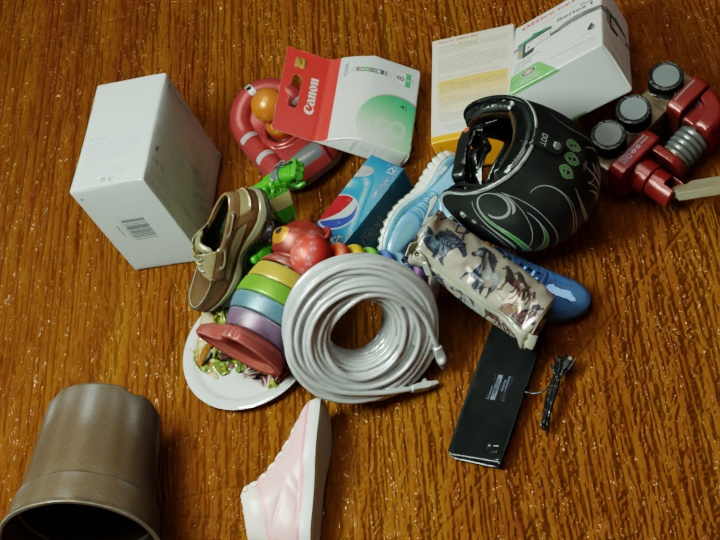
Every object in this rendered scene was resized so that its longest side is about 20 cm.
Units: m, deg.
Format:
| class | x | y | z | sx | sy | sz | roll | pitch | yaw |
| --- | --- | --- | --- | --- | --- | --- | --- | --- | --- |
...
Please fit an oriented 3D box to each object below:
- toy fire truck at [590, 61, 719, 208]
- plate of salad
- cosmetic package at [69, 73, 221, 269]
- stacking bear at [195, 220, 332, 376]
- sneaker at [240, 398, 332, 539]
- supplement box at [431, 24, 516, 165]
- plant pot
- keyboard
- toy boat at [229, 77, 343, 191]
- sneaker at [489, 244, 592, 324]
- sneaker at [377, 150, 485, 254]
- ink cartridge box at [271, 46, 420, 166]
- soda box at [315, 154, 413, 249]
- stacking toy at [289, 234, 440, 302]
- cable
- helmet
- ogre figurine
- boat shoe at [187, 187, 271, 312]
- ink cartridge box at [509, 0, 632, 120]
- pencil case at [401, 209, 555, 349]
| class | x | y | z | sx | sy | sz | roll | pitch | yaw |
| --- | --- | --- | --- | --- | --- | --- | --- | --- | --- |
| toy fire truck | 0.415 | -0.156 | 1.627 | 0.176 | 0.129 | 0.200 | -44 | 63 | -11 |
| plate of salad | -0.155 | 0.096 | 1.727 | 0.199 | 0.048 | 0.201 | -11 | 53 | 15 |
| cosmetic package | -0.306 | -0.143 | 1.860 | 0.122 | 0.200 | 0.201 | -9 | 54 | 18 |
| stacking bear | -0.106 | 0.024 | 1.649 | 0.121 | 0.114 | 0.200 | 1 | 59 | 57 |
| sneaker | -0.096 | 0.252 | 1.572 | 0.104 | 0.075 | 0.201 | -2 | 60 | 15 |
| supplement box | 0.170 | -0.245 | 1.812 | 0.126 | 0.074 | 0.201 | -9 | 54 | 18 |
| plant pot | -0.337 | 0.263 | 1.604 | 0.200 | 0.201 | 0.199 | -12 | 46 | 15 |
| keyboard | 0.192 | 0.151 | 1.560 | 0.127 | 0.021 | 0.201 | 5 | 60 | 33 |
| toy boat | -0.122 | -0.221 | 1.881 | 0.130 | 0.131 | 0.200 | -37 | 51 | -6 |
| sneaker | 0.197 | 0.013 | 1.618 | 0.200 | 0.079 | 0.066 | 17 | 63 | 30 |
| sneaker | 0.097 | -0.068 | 1.718 | 0.090 | 0.078 | 0.200 | 31 | 78 | 23 |
| ink cartridge box | -0.017 | -0.248 | 1.842 | 0.199 | 0.050 | 0.161 | 18 | 57 | -14 |
| soda box | -0.010 | -0.060 | 1.761 | 0.064 | 0.068 | 0.200 | 26 | 70 | 34 |
| stacking toy | 0.000 | 0.000 | 1.629 | 0.085 | 0.199 | 0.086 | -43 | 39 | 48 |
| cable | 0.000 | 0.071 | 1.581 | 0.199 | 0.201 | 0.069 | -14 | 25 | -8 |
| helmet | 0.209 | -0.116 | 1.623 | 0.200 | 0.191 | 0.201 | -24 | 49 | 31 |
| ogre figurine | -0.140 | -0.052 | 1.773 | 0.120 | 0.098 | 0.201 | -6 | 85 | 57 |
| boat shoe | -0.192 | -0.032 | 1.699 | 0.076 | 0.074 | 0.200 | 54 | 126 | 39 |
| ink cartridge box | 0.286 | -0.289 | 1.729 | 0.146 | 0.084 | 0.200 | -26 | 28 | 25 |
| pencil case | 0.149 | 0.014 | 1.563 | 0.200 | 0.078 | 0.089 | 37 | 50 | 9 |
